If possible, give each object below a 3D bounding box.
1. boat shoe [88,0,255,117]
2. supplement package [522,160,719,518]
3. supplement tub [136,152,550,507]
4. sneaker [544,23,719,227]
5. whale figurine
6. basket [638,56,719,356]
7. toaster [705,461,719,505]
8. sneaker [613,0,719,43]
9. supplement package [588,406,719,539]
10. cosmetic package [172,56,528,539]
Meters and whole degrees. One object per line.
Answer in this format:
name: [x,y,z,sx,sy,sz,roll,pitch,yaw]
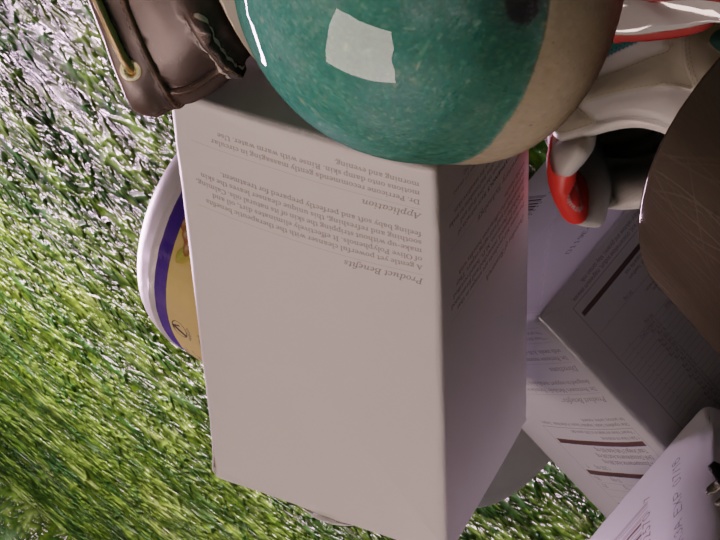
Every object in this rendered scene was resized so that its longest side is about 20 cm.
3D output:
boat shoe: [-0.093,-0.148,0.847,0.200,0.059,0.072,62,-170,5]
supplement package: [0.143,0.049,1.056,0.200,0.114,0.109,47,161,-17]
supplement tub: [0.006,0.013,1.219,0.200,0.145,0.146,31,160,32]
sneaker: [0.082,-0.071,0.924,0.200,0.093,0.070,30,160,35]
whale figurine: [0.016,-0.132,0.768,0.159,0.103,0.201,-158,69,-62]
basket: [0.181,0.019,0.678,0.200,0.180,0.136,46,131,36]
toaster: [0.223,0.065,0.805,0.129,0.200,0.114,50,-163,-45]
sneaker: [0.101,-0.132,0.797,0.200,0.078,0.116,13,141,36]
supplement package: [0.180,0.168,0.963,0.200,0.117,0.117,32,-155,-11]
cosmetic package: [0.000,0.000,0.933,0.107,0.085,0.200,18,139,19]
